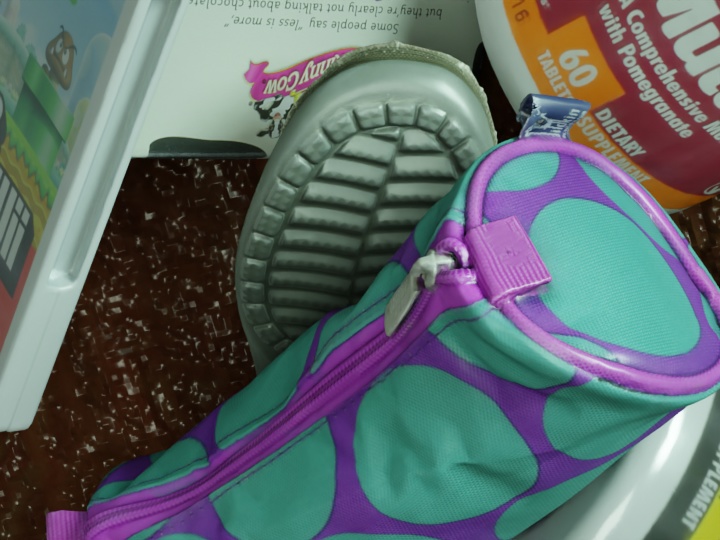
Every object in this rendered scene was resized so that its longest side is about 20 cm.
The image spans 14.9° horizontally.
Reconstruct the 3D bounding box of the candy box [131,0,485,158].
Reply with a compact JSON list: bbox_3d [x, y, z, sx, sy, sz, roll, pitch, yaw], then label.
[{"bbox_3d":[-0.020,-0.134,0.786,0.061,0.136,0.201,28,112,50],"label":"candy box"}]

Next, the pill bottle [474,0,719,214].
[{"bbox_3d":[0.136,-0.099,0.748,0.199,0.110,0.110,-26,98,36],"label":"pill bottle"}]

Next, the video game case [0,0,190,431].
[{"bbox_3d":[-0.099,-0.076,0.766,0.143,0.017,0.201,52,130,39],"label":"video game case"}]

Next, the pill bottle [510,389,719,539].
[{"bbox_3d":[0.128,0.097,0.800,0.200,0.114,0.114,33,108,-21],"label":"pill bottle"}]

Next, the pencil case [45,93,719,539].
[{"bbox_3d":[0.006,0.043,0.738,0.092,0.085,0.200,16,140,-33],"label":"pencil case"}]

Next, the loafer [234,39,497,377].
[{"bbox_3d":[0.000,0.000,0.808,0.075,0.070,0.201,6,140,-3],"label":"loafer"}]
